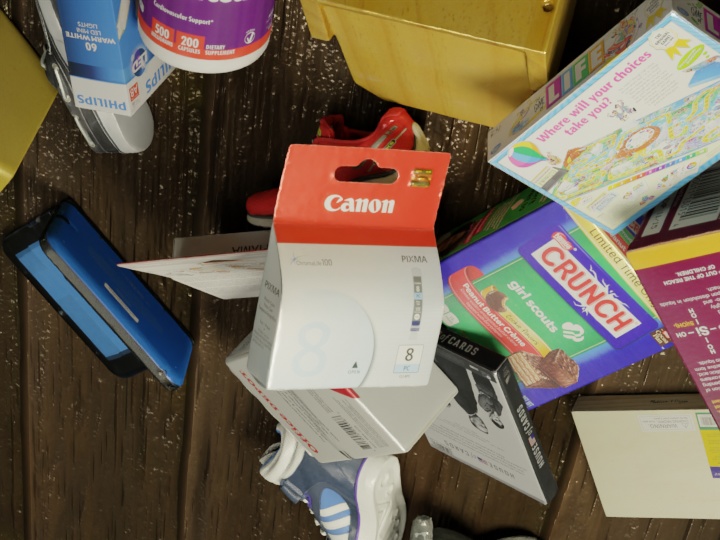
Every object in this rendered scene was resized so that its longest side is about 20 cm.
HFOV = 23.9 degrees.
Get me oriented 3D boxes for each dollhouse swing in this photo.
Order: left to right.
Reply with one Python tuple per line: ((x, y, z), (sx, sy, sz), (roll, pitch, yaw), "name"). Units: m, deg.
((0.079, -0.224, 1.356), (0.200, 0.176, 0.182), (15, 89, 16), "dollhouse swing")

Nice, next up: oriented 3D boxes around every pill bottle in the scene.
((-0.119, -0.266, 1.369), (0.112, 0.113, 0.200), (21, 132, 11), "pill bottle")

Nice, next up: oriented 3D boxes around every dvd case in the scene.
((0.097, 0.123, 1.561), (0.150, 0.025, 0.200), (25, 152, 38), "dvd case")

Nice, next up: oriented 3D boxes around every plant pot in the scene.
((-0.399, -0.142, 1.568), (0.176, 0.200, 0.200), (34, 134, -18), "plant pot")

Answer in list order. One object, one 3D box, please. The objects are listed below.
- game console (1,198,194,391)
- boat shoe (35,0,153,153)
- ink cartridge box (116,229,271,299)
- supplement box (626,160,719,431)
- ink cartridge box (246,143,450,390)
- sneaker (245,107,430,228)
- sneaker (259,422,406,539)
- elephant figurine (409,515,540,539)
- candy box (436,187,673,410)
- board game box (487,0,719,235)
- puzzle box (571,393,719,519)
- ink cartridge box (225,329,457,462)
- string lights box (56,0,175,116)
((-0.272, 0.042, 1.693), (0.118, 0.171, 0.200), (-36, 106, 14), "game console")
((-0.256, -0.190, 1.534), (0.068, 0.072, 0.200), (-4, 130, 28), "boat shoe")
((-0.087, -0.014, 1.527), (0.200, 0.045, 0.176), (-4, 166, 29), "ink cartridge box")
((0.312, 0.017, 1.362), (0.103, 0.131, 0.200), (-14, 117, 36), "supplement box")
((0.000, 0.000, 1.408), (0.047, 0.160, 0.200), (37, 121, 54), "ink cartridge box")
((-0.023, -0.093, 1.500), (0.200, 0.077, 0.085), (-19, 95, 34), "sneaker")
((-0.034, 0.230, 1.750), (0.146, 0.081, 0.200), (22, 138, 23), "sneaker")
((0.141, 0.331, 1.717), (0.200, 0.155, 0.142), (11, 87, 5), "elephant figurine")
((0.170, 0.014, 1.466), (0.200, 0.077, 0.169), (-30, 108, 40), "candy box")
((0.210, -0.116, 1.280), (0.134, 0.034, 0.200), (28, 135, -26), "board game box")
((0.305, 0.171, 1.557), (0.200, 0.025, 0.133), (-3, 123, 29), "puzzle box")
((-0.022, 0.097, 1.575), (0.144, 0.084, 0.200), (48, 156, -10), "ink cartridge box")
((-0.210, -0.244, 1.439), (0.059, 0.103, 0.200), (10, 130, 19), "string lights box")
